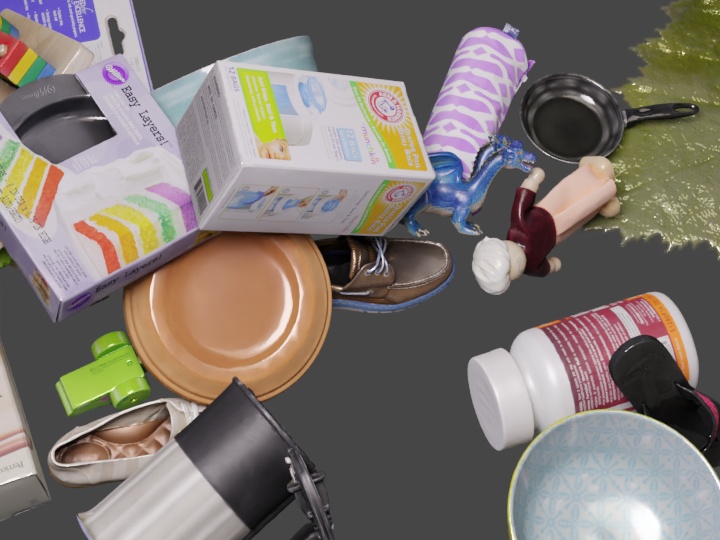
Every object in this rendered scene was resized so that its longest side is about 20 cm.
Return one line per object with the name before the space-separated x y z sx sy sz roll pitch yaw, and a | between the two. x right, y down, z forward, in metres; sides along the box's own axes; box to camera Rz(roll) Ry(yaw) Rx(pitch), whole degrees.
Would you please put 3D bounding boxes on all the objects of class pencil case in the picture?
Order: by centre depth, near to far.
pencil case | 0.117 -0.160 1.417 0.085 0.084 0.201 29 65 -13

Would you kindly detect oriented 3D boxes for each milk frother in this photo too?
milk frother | -0.120 0.212 1.141 0.188 0.200 0.181 -42 82 -8

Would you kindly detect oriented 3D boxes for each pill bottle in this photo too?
pill bottle | 0.209 0.098 1.276 0.198 0.110 0.110 -16 66 -11

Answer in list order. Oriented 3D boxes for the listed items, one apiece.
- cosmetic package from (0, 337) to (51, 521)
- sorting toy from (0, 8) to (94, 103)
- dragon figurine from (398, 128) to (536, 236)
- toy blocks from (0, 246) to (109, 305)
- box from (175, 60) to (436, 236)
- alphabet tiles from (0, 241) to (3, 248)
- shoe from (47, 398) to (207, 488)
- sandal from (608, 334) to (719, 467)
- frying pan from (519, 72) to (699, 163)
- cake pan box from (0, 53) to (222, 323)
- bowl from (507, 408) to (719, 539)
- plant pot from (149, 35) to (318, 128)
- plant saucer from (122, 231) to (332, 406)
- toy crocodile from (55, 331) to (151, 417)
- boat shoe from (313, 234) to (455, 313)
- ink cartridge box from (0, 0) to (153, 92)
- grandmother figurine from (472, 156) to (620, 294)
cosmetic package | -0.366 0.128 1.241 0.102 0.087 0.201 -20 67 -13
sorting toy | -0.378 -0.166 1.300 0.198 0.069 0.201 29 83 49
dragon figurine | 0.071 -0.087 1.316 0.198 0.059 0.101 0 100 1
toy blocks | -0.283 -0.061 1.322 0.136 0.099 0.202 31 53 -36
box | -0.049 -0.105 1.205 0.198 0.101 0.113 2 58 -32
alphabet tiles | -0.366 -0.067 1.284 0.196 0.015 0.200 -51 37 -1
shoe | -0.194 0.160 1.254 0.198 0.054 0.071 -13 65 -9
sandal | 0.292 0.134 1.235 0.075 0.200 0.045 -41 37 7
frying pan | 0.258 -0.176 1.456 0.189 0.031 0.116 -24 68 -18
cake pan box | -0.242 -0.081 1.199 0.183 0.052 0.201 -28 75 -29
bowl | 0.223 0.237 1.210 0.198 0.108 0.202 1 64 -2
plant pot | -0.118 -0.133 1.341 0.199 0.200 0.135 -23 93 -14
plant saucer | -0.121 0.027 1.256 0.198 0.037 0.203 1 85 -12
toy crocodile | -0.197 0.082 1.295 0.199 0.062 0.068 -30 69 -11
boat shoe | 0.000 0.000 1.333 0.198 0.073 0.073 -10 64 -8
ink cartridge box | -0.330 -0.226 1.440 0.198 0.043 0.200 -13 65 -6
grandmother figurine | 0.182 -0.044 1.339 0.200 0.122 0.060 -38 27 -32
